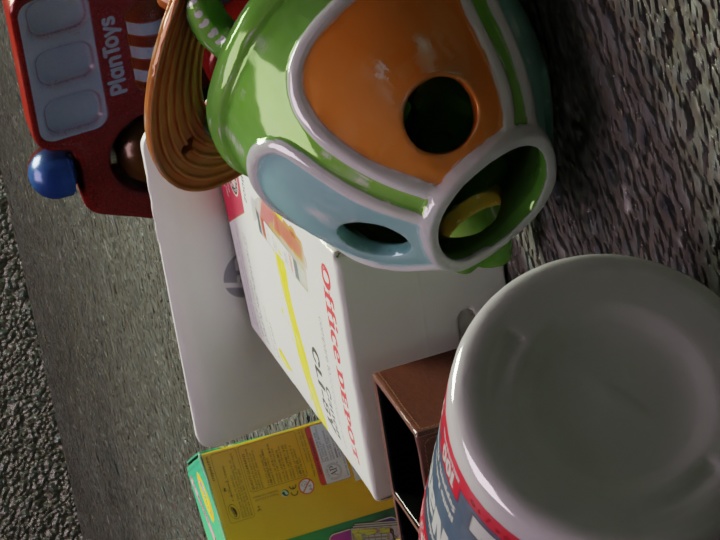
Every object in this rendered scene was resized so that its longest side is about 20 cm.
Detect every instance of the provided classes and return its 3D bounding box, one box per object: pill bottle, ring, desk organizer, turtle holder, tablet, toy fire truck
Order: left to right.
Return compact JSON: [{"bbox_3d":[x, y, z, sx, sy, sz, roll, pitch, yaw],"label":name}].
[{"bbox_3d":[-0.118,-0.108,1.603,0.201,0.167,0.112,87,163,-45],"label":"toy fire truck"},{"bbox_3d":[-0.046,-0.008,1.500,0.014,0.130,0.201,37,143,51],"label":"tablet"},{"bbox_3d":[-0.036,-0.127,1.201,0.019,0.201,0.201,30,149,19],"label":"ring"},{"bbox_3d":[0.012,-0.058,1.157,0.132,0.141,0.186,46,146,25],"label":"turtle holder"},{"bbox_3d":[0.065,0.135,1.298,0.072,0.077,0.201,-128,25,-60],"label":"desk organizer"},{"bbox_3d":[0.083,0.090,1.055,0.200,0.119,0.120,98,154,-62],"label":"pill bottle"}]

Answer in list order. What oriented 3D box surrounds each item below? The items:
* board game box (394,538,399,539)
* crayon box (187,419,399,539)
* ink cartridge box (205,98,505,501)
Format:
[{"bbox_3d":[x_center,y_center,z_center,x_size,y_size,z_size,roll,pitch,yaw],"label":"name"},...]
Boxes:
[{"bbox_3d":[0.064,0.221,1.497,0.200,0.040,0.154,162,92,-78],"label":"board game box"},{"bbox_3d":[-0.017,0.190,1.636,0.058,0.118,0.201,137,117,-74],"label":"crayon box"},{"bbox_3d":[0.000,0.000,1.388,0.200,0.083,0.146,-130,26,-57],"label":"ink cartridge box"}]
